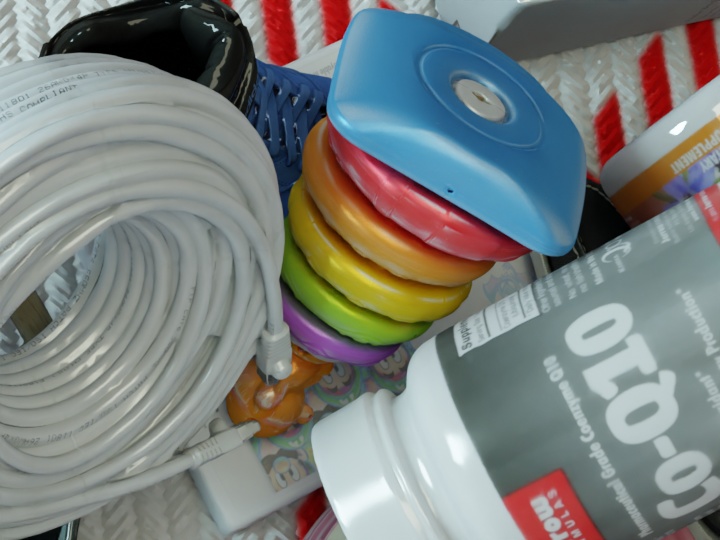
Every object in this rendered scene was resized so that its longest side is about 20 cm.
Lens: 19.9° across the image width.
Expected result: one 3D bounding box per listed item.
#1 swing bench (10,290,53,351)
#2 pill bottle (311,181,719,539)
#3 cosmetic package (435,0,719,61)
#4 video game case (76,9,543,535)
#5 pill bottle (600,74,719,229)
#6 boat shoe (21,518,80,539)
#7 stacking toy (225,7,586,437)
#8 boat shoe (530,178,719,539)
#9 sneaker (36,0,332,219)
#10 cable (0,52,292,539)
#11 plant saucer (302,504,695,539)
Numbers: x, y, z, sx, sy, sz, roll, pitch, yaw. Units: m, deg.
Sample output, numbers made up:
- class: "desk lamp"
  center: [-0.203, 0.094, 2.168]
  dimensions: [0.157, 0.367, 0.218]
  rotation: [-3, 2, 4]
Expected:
- class: "swing bench"
  center: [-0.243, 0.006, 0.781]
  dimensions: [0.199, 0.200, 0.130]
  rotation: [-41, 61, -19]
- class: "pill bottle"
  center: [0.090, 0.058, 0.811]
  dimensions: [0.200, 0.114, 0.114]
  rotation: [-29, 86, 9]
- class: "cosmetic package"
  center: [0.141, -0.161, 0.993]
  dimensions: [0.199, 0.102, 0.074]
  rotation: [-12, 80, -19]
- class: "video game case"
  center: [-0.018, -0.003, 0.953]
  dimensions: [0.200, 0.024, 0.182]
  rotation: [-27, 86, -19]
- class: "pill bottle"
  center: [0.205, 0.004, 0.902]
  dimensions: [0.112, 0.112, 0.200]
  rotation: [-35, 86, -19]
- class: "boat shoe"
  center: [-0.152, 0.135, 0.861]
  dimensions: [0.073, 0.068, 0.200]
  rotation: [23, 72, -9]
- class: "stacking toy"
  center: [0.000, 0.000, 0.865]
  dimensions: [0.116, 0.200, 0.110]
  rotation: [29, 32, -10]
- class: "boat shoe"
  center: [0.149, 0.037, 0.961]
  dimensions: [0.076, 0.060, 0.200]
  rotation: [-34, 92, -43]
- class: "sneaker"
  center: [-0.047, -0.064, 0.888]
  dimensions: [0.199, 0.111, 0.077]
  rotation: [11, 75, -12]
- class: "cable"
  center: [-0.115, 0.010, 0.771]
  dimensions: [0.200, 0.200, 0.069]
  rotation: [-25, 48, -34]
- class: "plant saucer"
  center: [0.052, 0.155, 0.870]
  dimensions: [0.200, 0.051, 0.201]
  rotation: [-7, 60, 12]
